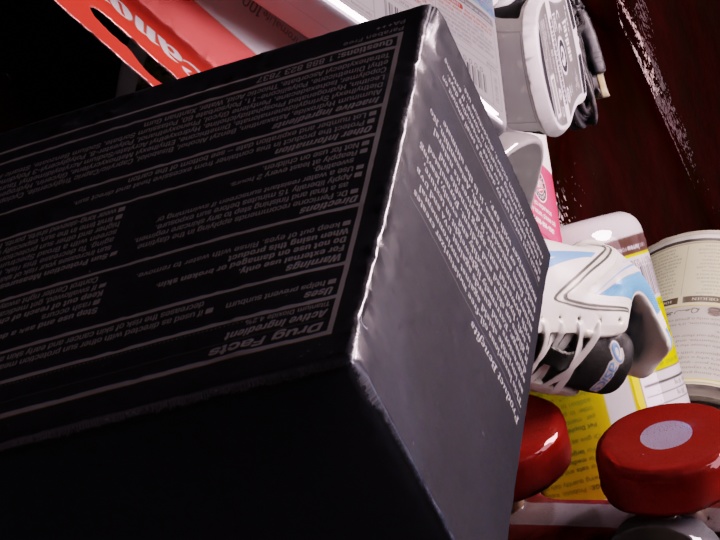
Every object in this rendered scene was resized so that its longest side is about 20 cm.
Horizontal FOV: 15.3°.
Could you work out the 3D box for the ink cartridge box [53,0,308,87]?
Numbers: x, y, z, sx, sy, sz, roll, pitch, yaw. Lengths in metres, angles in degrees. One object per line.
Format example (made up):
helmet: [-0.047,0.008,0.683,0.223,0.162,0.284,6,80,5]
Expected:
ink cartridge box: [-0.069,-0.129,1.068,0.160,0.047,0.200,41,19,-22]

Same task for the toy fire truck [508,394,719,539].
toy fire truck: [0.091,0.144,1.171,0.168,0.199,0.113,-52,136,-52]

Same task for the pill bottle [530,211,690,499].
pill bottle: [0.127,0.076,1.477,0.109,0.109,0.201,-12,87,-70]

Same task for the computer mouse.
computer mouse: [0.088,-0.114,1.367,0.200,0.044,0.110,-41,122,-72]

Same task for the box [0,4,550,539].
box: [-0.054,0.035,0.899,0.199,0.199,0.124,-75,144,-52]

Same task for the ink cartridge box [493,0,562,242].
ink cartridge box: [0.032,-0.109,1.398,0.145,0.084,0.201,31,48,-62]

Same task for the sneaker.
sneaker: [0.080,0.025,1.188,0.072,0.072,0.200,40,23,23]

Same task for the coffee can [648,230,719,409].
coffee can: [0.210,0.086,1.637,0.200,0.146,0.147,-70,140,-58]

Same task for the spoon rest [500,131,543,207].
spoon rest: [0.044,0.004,1.234,0.061,0.099,0.200,39,-25,11]

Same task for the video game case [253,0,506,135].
video game case: [-0.020,-0.163,1.122,0.200,0.024,0.183,32,37,-31]

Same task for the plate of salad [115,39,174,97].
plate of salad: [-0.047,-0.026,1.156,0.200,0.048,0.201,-10,90,-66]
